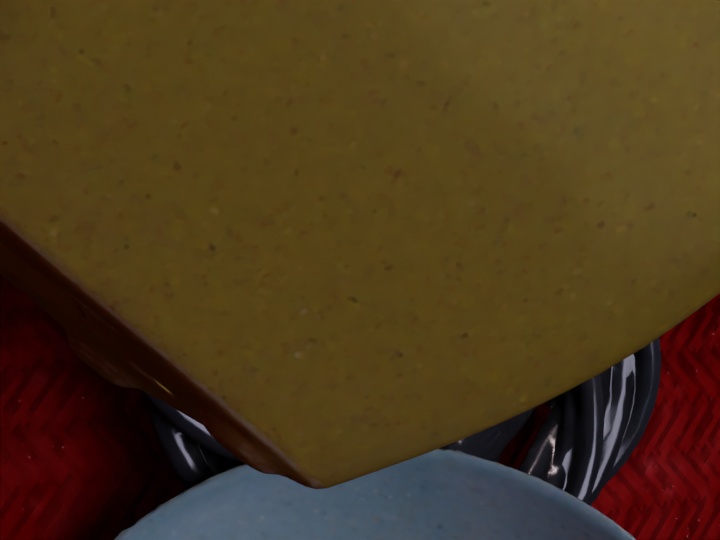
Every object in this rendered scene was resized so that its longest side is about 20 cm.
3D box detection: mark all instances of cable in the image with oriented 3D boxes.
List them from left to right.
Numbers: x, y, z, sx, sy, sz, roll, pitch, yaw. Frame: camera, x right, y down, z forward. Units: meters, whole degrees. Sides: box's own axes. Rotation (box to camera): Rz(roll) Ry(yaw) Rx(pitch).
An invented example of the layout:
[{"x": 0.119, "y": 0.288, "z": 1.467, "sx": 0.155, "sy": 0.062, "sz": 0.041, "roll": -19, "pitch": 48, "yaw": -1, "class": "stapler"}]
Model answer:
[{"x": 0.000, "y": 0.000, "z": 0.752, "sx": 0.200, "sy": 0.051, "sz": 0.164, "roll": 13, "pitch": 85, "yaw": -42, "class": "cable"}]

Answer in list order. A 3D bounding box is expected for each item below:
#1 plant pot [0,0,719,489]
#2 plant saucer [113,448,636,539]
[{"x": -0.010, "y": -0.073, "z": 0.601, "sx": 0.194, "sy": 0.195, "sz": 0.200, "roll": 42, "pitch": 82, "yaw": -26, "class": "plant pot"}, {"x": 0.005, "y": 0.143, "z": 0.693, "sx": 0.039, "sy": 0.200, "sz": 0.202, "roll": 38, "pitch": 57, "yaw": -76, "class": "plant saucer"}]
